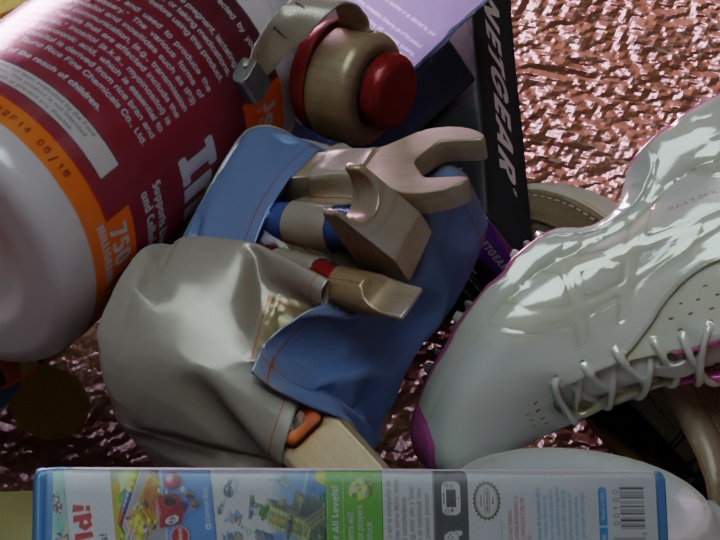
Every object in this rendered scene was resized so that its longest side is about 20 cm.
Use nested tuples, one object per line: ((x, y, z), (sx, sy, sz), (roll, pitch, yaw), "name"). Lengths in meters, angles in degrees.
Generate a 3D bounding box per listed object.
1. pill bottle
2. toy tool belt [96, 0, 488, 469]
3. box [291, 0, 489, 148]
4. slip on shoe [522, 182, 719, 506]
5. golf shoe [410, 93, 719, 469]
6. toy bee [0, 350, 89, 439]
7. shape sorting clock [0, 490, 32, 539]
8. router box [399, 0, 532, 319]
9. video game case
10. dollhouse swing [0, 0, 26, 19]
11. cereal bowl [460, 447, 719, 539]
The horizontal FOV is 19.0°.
((-0.096, -0.063, 0.854), (0.112, 0.114, 0.200), (22, 45, 25), "pill bottle")
((0.000, 0.000, 0.809), (0.122, 0.125, 0.201), (15, 66, 30), "toy tool belt")
((-0.032, -0.071, 0.952), (0.200, 0.032, 0.121), (-44, 40, -2), "box")
((0.107, 0.035, 0.905), (0.060, 0.076, 0.200), (-15, 51, -36), "slip on shoe")
((0.108, 0.018, 0.837), (0.200, 0.075, 0.092), (-43, 55, -3), "golf shoe")
((-0.150, 0.025, 0.912), (0.108, 0.131, 0.200), (-33, 42, -6), "toy bee")
((-0.142, 0.178, 0.833), (0.198, 0.039, 0.201), (-5, 56, 8), "shape sorting clock")
((-0.001, -0.053, 0.979), (0.148, 0.051, 0.201), (-23, 42, 21), "router box")
((-0.001, 0.133, 0.657), (0.198, 0.018, 0.145), (1, 77, -10), "video game case")
((-0.203, -0.146, 1.060), (0.199, 0.182, 0.177), (-23, 69, -12), "dollhouse swing")
((0.075, 0.119, 0.767), (0.198, 0.084, 0.200), (4, 18, -1), "cereal bowl")
